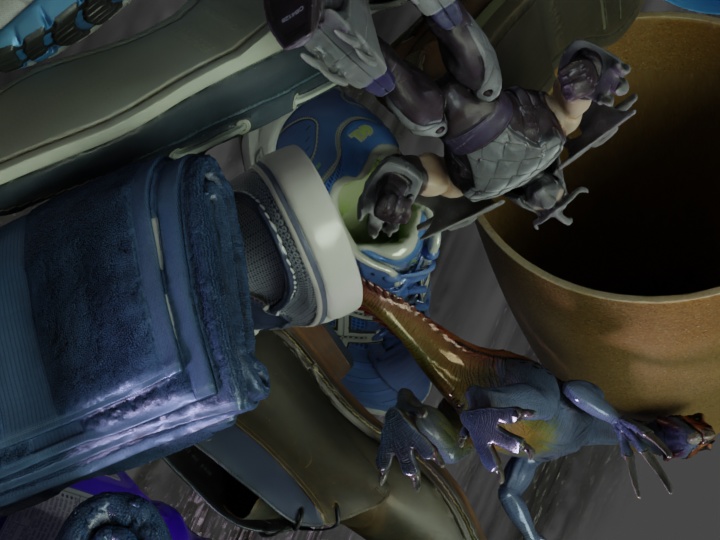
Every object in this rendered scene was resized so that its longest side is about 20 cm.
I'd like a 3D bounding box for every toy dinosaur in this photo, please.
[{"bbox_3d":[0.092,0.060,0.919,0.181,0.105,0.201,-16,82,-57],"label":"toy dinosaur"}]

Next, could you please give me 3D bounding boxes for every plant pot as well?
[{"bbox_3d":[0.151,0.003,1.012,0.186,0.186,0.201,-37,145,-20],"label":"plant pot"}]

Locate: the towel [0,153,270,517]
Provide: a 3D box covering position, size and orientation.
[{"bbox_3d":[-0.132,0.033,0.753,0.199,0.112,0.048,-23,157,24],"label":"towel"}]

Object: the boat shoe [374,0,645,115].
[{"bbox_3d":[0.077,-0.131,0.942,0.200,0.068,0.072,-40,127,-46],"label":"boat shoe"}]

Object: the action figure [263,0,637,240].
[{"bbox_3d":[0.039,-0.072,0.810,0.130,0.070,0.200,-38,133,9],"label":"action figure"}]

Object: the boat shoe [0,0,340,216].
[{"bbox_3d":[-0.085,-0.067,0.811,0.200,0.075,0.062,-34,133,-25],"label":"boat shoe"}]

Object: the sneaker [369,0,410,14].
[{"bbox_3d":[0.022,-0.156,0.828,0.082,0.075,0.200,-42,166,-5],"label":"sneaker"}]

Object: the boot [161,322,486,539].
[{"bbox_3d":[-0.019,0.110,0.924,0.097,0.075,0.200,-42,97,-33],"label":"boot"}]

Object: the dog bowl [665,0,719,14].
[{"bbox_3d":[0.132,-0.205,0.892,0.200,0.050,0.112,36,115,-7],"label":"dog bowl"}]

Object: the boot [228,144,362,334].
[{"bbox_3d":[-0.060,0.006,0.812,0.090,0.200,0.073,-24,86,-12],"label":"boot"}]

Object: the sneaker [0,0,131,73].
[{"bbox_3d":[-0.099,-0.164,0.788,0.200,0.075,0.087,-43,93,-1],"label":"sneaker"}]

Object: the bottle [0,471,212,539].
[{"bbox_3d":[-0.136,0.125,0.889,0.200,0.065,0.084,27,98,-44],"label":"bottle"}]

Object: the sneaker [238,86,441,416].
[{"bbox_3d":[0.000,0.000,0.934,0.076,0.077,0.201,-38,132,-21],"label":"sneaker"}]

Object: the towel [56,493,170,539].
[{"bbox_3d":[-0.095,0.165,0.781,0.200,0.048,0.112,85,22,-67],"label":"towel"}]
